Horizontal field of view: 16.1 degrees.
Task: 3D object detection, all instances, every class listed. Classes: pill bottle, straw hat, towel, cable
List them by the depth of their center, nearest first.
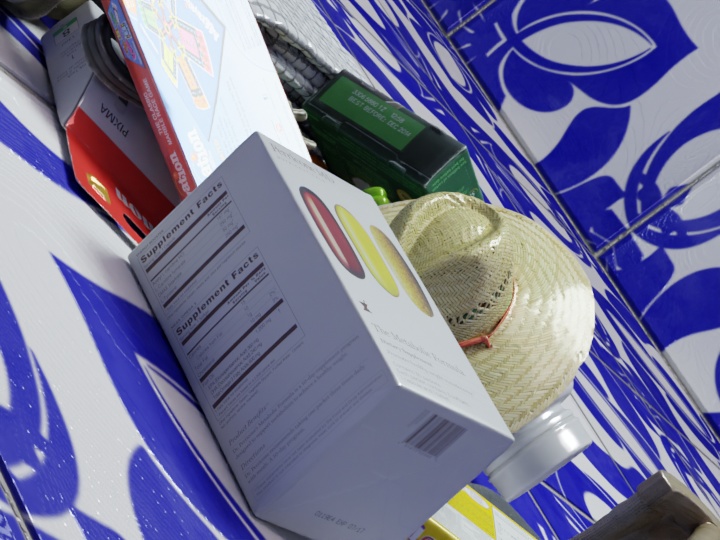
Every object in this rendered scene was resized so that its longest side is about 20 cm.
[{"bbox_3d":[0.046,0.002,1.499,0.201,0.201,0.085,59,-22,33],"label":"straw hat"},{"bbox_3d":[-0.101,-0.086,1.565,0.200,0.050,0.097,21,62,-40],"label":"cable"},{"bbox_3d":[-0.084,-0.162,1.715,0.200,0.086,0.166,37,16,-53],"label":"towel"},{"bbox_3d":[0.079,0.066,1.854,0.200,0.109,0.109,55,9,8],"label":"pill bottle"}]

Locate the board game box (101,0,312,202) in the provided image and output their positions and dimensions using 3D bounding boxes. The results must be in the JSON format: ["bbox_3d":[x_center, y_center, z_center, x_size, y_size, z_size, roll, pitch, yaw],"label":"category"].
[{"bbox_3d":[-0.089,-0.107,1.533,0.103,0.019,0.200,-24,94,-48],"label":"board game box"}]

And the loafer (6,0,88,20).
[{"bbox_3d":[-0.190,-0.198,1.620,0.070,0.075,0.200,45,11,-17],"label":"loafer"}]

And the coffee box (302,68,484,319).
[{"bbox_3d":[0.038,-0.036,1.703,0.123,0.044,0.200,35,-20,36],"label":"coffee box"}]

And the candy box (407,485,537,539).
[{"bbox_3d":[0.044,0.144,1.521,0.200,0.026,0.102,39,17,-10],"label":"candy box"}]

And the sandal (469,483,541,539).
[{"bbox_3d":[0.065,0.173,1.631,0.076,0.043,0.200,50,17,30],"label":"sandal"}]

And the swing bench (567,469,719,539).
[{"bbox_3d":[0.093,0.201,1.144,0.130,0.199,0.200,51,9,-12],"label":"swing bench"}]

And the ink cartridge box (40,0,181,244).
[{"bbox_3d":[-0.120,-0.061,1.553,0.161,0.050,0.200,47,9,-30],"label":"ink cartridge box"}]

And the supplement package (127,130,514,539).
[{"bbox_3d":[-0.025,0.041,1.396,0.114,0.110,0.200,28,25,-48],"label":"supplement package"}]

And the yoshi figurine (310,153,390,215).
[{"bbox_3d":[0.014,-0.006,1.637,0.112,0.112,0.200,2,26,-27],"label":"yoshi figurine"}]

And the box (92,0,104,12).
[{"bbox_3d":[-0.113,-0.132,1.836,0.199,0.050,0.200,58,11,32],"label":"box"}]
